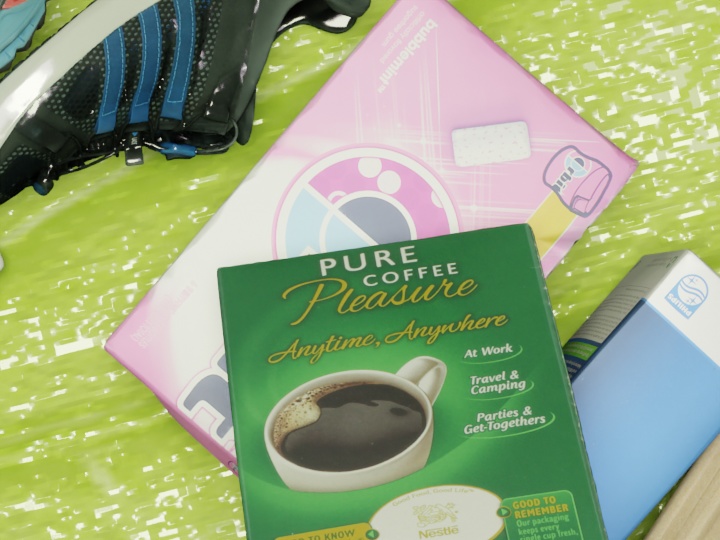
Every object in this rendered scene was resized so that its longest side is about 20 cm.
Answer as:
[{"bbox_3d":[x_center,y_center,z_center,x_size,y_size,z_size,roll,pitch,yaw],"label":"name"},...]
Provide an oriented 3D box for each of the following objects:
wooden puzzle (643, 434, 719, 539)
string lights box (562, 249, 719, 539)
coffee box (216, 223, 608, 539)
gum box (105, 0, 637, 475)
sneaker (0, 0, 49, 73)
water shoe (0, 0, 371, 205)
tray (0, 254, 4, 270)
[{"bbox_3d":[0.182,0.154,0.997,0.185,0.037,0.200,39,81,-14],"label":"wooden puzzle"},{"bbox_3d":[0.074,0.085,0.982,0.059,0.103,0.200,42,88,-2],"label":"string lights box"},{"bbox_3d":[0.018,0.071,0.867,0.122,0.044,0.200,-10,45,-2],"label":"coffee box"},{"bbox_3d":[0.000,0.000,0.992,0.113,0.066,0.200,40,87,1],"label":"gum box"},{"bbox_3d":[-0.137,-0.168,0.962,0.079,0.096,0.201,9,63,20],"label":"sneaker"},{"bbox_3d":[-0.079,-0.073,0.987,0.200,0.072,0.079,-42,91,-12],"label":"water shoe"},{"bbox_3d":[-0.236,-0.012,0.955,0.200,0.022,0.108,-28,80,-39],"label":"tray"}]
